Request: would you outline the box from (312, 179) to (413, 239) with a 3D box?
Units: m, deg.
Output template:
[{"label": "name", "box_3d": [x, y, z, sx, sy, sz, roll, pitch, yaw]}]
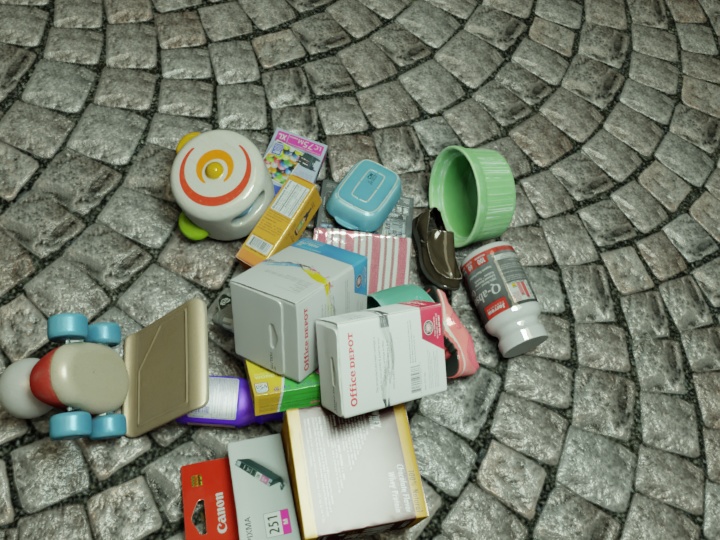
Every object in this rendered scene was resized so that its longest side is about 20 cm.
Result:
[{"label": "box", "box_3d": [0.006, -0.087, 1.419, 0.196, 0.051, 0.160, 10, 61, -8]}]

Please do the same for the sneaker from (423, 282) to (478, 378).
[{"label": "sneaker", "box_3d": [0.168, 0.117, 1.349, 0.086, 0.074, 0.203, 12, 50, -39]}]

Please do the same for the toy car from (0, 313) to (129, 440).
[{"label": "toy car", "box_3d": [-0.500, 0.187, 1.137, 0.197, 0.177, 0.187, -12, 74, 13]}]

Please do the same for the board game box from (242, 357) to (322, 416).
[{"label": "board game box", "box_3d": [-0.124, 0.160, 1.210, 0.150, 0.041, 0.200, -7, 30, -15]}]

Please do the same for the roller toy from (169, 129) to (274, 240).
[{"label": "roller toy", "box_3d": [-0.260, -0.165, 1.330, 0.179, 0.140, 0.203, -2, 71, 4]}]

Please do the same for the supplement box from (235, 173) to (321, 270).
[{"label": "supplement box", "box_3d": [-0.153, -0.082, 1.347, 0.068, 0.067, 0.201, 28, 73, 18]}]

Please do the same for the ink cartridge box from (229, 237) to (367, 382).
[{"label": "ink cartridge box", "box_3d": [-0.100, 0.060, 1.194, 0.144, 0.149, 0.199, 18, 31, 30]}]

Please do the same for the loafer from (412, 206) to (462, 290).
[{"label": "loafer", "box_3d": [0.153, -0.049, 1.390, 0.072, 0.072, 0.202, 5, 47, -29]}]

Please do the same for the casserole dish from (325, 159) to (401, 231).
[{"label": "casserole dish", "box_3d": [0.012, -0.156, 1.398, 0.120, 0.039, 0.201, 27, 46, 7]}]

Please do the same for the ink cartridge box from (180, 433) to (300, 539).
[{"label": "ink cartridge box", "box_3d": [-0.193, 0.366, 1.108, 0.171, 0.044, 0.202, -8, 46, -12]}]

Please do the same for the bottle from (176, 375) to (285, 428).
[{"label": "bottle", "box_3d": [-0.216, 0.225, 1.202, 0.196, 0.065, 0.085, 5, 66, -9]}]

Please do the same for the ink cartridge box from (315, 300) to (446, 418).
[{"label": "ink cartridge box", "box_3d": [0.033, 0.135, 1.119, 0.197, 0.083, 0.148, -8, 98, -29]}]

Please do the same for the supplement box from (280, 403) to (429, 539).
[{"label": "supplement box", "box_3d": [-0.017, 0.329, 1.151, 0.197, 0.133, 0.200, -6, 64, -14]}]

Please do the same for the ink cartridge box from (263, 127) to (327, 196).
[{"label": "ink cartridge box", "box_3d": [-0.152, -0.194, 1.449, 0.118, 0.042, 0.202, 19, 62, -1]}]

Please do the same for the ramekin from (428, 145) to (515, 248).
[{"label": "ramekin", "box_3d": [0.226, -0.150, 1.419, 0.096, 0.201, 0.203, -6, 64, -22]}]

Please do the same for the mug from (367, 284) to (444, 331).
[{"label": "mug", "box_3d": [0.082, 0.116, 1.287, 0.113, 0.187, 0.152, -16, 42, -20]}]

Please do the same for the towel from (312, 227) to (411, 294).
[{"label": "towel", "box_3d": [0.000, 0.000, 1.352, 0.196, 0.030, 0.149, 6, 90, -10]}]

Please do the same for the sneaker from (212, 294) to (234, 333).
[{"label": "sneaker", "box_3d": [-0.195, 0.052, 1.296, 0.114, 0.076, 0.199, 8, 25, 33]}]

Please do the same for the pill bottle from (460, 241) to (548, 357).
[{"label": "pill bottle", "box_3d": [0.280, 0.056, 1.364, 0.114, 0.116, 0.202, -13, 66, -18]}]

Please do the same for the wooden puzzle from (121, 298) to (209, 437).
[{"label": "wooden puzzle", "box_3d": [-0.322, 0.164, 1.171, 0.037, 0.198, 0.188, 25, 49, -48]}]
